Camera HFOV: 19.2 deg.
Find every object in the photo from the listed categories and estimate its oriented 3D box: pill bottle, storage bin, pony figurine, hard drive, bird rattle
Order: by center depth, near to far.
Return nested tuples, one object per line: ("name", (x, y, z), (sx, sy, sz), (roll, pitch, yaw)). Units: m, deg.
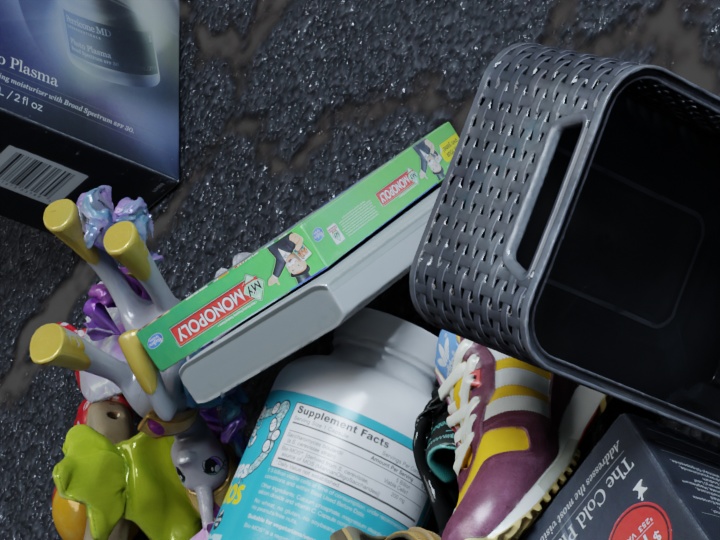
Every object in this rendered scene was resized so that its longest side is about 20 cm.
("storage bin", (0.137, -0.007, 0.966), (0.094, 0.199, 0.136), (20, 88, 55))
("pill bottle", (-0.015, 0.125, 1.177), (0.110, 0.110, 0.201), (2, 65, 55))
("hard drive", (0.000, 0.000, 1.193), (0.132, 0.200, 0.026), (-31, 93, 42))
("pony figurine", (-0.123, 0.042, 1.297), (0.165, 0.200, 0.194), (-17, 46, 16))
("bird rattle", (-0.179, 0.134, 1.430), (0.200, 0.112, 0.164), (-126, 47, -55))

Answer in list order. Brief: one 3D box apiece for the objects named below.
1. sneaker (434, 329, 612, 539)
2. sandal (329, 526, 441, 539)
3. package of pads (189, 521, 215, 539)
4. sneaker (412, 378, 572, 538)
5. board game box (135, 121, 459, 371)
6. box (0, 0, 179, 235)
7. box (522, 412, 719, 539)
("sneaker", (0.065, 0.072, 1.046), (0.075, 0.090, 0.200), (-59, -5, 38))
("sandal", (0.031, 0.162, 1.058), (0.054, 0.200, 0.081), (-25, 73, 10))
("package of pads", (-0.117, 0.253, 1.292), (0.200, 0.075, 0.121), (-43, 43, 33))
("sneaker", (0.070, 0.075, 1.126), (0.075, 0.079, 0.201), (-40, 42, 36))
("board game box", (-0.029, -0.016, 1.229), (0.134, 0.029, 0.200), (-31, 3, 33))
("box", (-0.244, -0.153, 1.580), (0.123, 0.199, 0.200), (-35, 46, 40))
("box", (0.132, 0.204, 0.947), (0.201, 0.104, 0.182), (-55, 37, 20))
